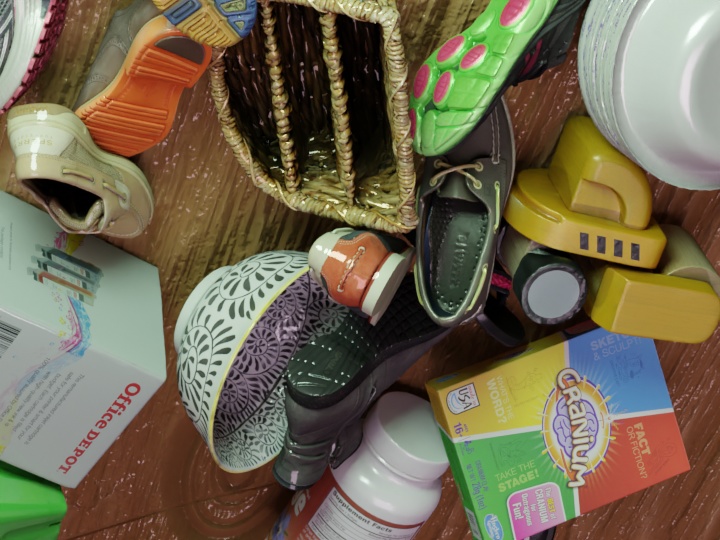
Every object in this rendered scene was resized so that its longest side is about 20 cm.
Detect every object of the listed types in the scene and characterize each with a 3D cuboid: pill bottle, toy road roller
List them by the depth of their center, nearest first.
[{"bbox_3d":[0.208,-0.036,1.509,0.198,0.123,0.147,11,116,-16],"label":"toy road roller"},{"bbox_3d":[0.003,0.207,1.681,0.112,0.113,0.201,19,124,-22],"label":"pill bottle"}]

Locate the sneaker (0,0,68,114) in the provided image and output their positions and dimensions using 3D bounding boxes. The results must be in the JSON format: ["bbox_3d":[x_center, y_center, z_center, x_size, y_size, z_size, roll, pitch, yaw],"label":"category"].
[{"bbox_3d":[-0.247,-0.203,1.336,0.074,0.081,0.201,20,120,-1],"label":"sneaker"}]

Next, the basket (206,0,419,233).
[{"bbox_3d":[-0.040,-0.136,1.368,0.142,0.150,0.201,-7,131,-2],"label":"basket"}]

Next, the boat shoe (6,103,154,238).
[{"bbox_3d":[-0.215,-0.058,1.420,0.071,0.065,0.200,-8,158,16],"label":"boat shoe"}]

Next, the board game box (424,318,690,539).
[{"bbox_3d":[0.172,0.135,1.617,0.199,0.040,0.154,-21,101,-12],"label":"board game box"}]

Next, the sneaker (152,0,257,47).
[{"bbox_3d":[-0.132,-0.248,1.279,0.075,0.088,0.201,-29,110,12],"label":"sneaker"}]

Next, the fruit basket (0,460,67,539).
[{"bbox_3d":[-0.359,0.163,1.531,0.214,0.216,0.156,12,127,-17],"label":"fruit basket"}]

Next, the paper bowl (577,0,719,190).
[{"bbox_3d":[0.270,-0.156,1.389,0.199,0.104,0.202,-9,116,-18],"label":"paper bowl"}]

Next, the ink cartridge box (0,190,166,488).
[{"bbox_3d":[-0.274,0.049,1.487,0.199,0.145,0.145,28,120,-27],"label":"ink cartridge box"}]

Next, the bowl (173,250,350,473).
[{"bbox_3d":[-0.091,0.056,1.532,0.094,0.200,0.202,30,133,24],"label":"bowl"}]

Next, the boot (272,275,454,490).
[{"bbox_3d":[0.002,0.092,1.576,0.199,0.070,0.132,-28,146,-33],"label":"boot"}]

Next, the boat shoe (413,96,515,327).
[{"bbox_3d":[0.079,-0.056,1.453,0.071,0.060,0.203,6,96,10],"label":"boat shoe"}]

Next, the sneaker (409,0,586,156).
[{"bbox_3d":[0.113,-0.159,1.388,0.200,0.077,0.084,-50,136,0],"label":"sneaker"}]

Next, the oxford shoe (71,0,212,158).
[{"bbox_3d":[-0.168,-0.148,1.398,0.071,0.073,0.200,13,145,-32],"label":"oxford shoe"}]

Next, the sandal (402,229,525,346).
[{"bbox_3d":[0.087,-0.007,1.546,0.045,0.075,0.200,-38,123,8],"label":"sandal"}]

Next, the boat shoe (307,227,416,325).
[{"bbox_3d":[0.000,0.000,1.448,0.062,0.200,0.072,27,92,5],"label":"boat shoe"}]

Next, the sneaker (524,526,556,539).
[{"bbox_3d":[0.154,0.196,1.713,0.070,0.083,0.201,-3,130,-5],"label":"sneaker"}]
